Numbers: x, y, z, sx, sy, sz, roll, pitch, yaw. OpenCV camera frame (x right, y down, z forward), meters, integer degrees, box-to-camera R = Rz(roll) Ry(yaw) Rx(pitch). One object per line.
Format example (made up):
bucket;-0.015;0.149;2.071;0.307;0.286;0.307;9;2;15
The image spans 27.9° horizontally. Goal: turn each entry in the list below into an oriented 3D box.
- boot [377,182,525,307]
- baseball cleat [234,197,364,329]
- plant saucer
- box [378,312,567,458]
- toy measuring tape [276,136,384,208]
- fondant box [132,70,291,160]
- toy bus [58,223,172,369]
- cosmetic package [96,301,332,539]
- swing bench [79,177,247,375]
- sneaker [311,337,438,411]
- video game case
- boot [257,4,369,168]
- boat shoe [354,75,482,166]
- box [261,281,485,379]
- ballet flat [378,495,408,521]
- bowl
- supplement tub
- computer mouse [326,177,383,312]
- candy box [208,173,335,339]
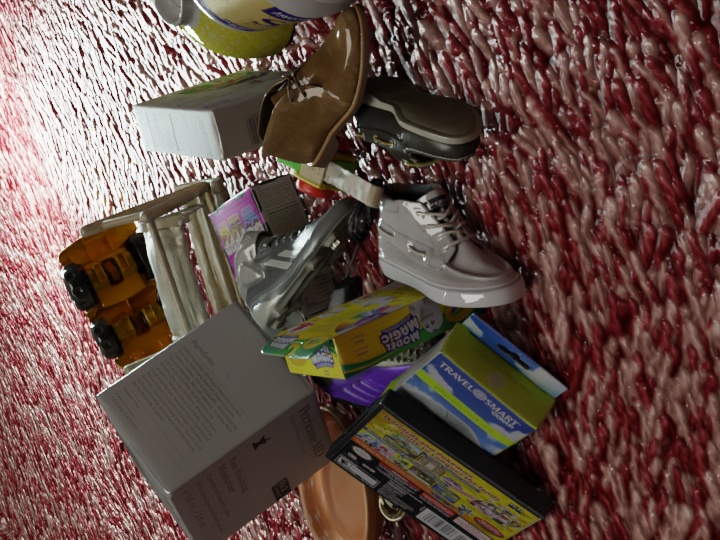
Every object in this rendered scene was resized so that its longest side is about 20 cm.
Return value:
boot;0.078;-0.030;1.383;0.200;0.073;0.096;18;124;52
baseball cleat;-0.079;-0.025;1.586;0.106;0.070;0.200;47;122;15
plant saucer;-0.022;0.262;1.751;0.200;0.037;0.201;30;124;60
box;0.104;0.127;1.423;0.122;0.048;0.200;38;149;-2
toy measuring tape;-0.017;-0.099;1.499;0.200;0.073;0.074;30;133;51
fondant box;-0.141;-0.173;1.588;0.200;0.144;0.058;15;122;56
toy bus;-0.348;0.053;2.128;0.200;0.136;0.192;60;164;10
cosmetic package;-0.161;0.180;1.663;0.165;0.200;0.165;47;164;32
swing bench;-0.215;0.002;1.805;0.130;0.200;0.199;-9;103;37
sneaker;0.029;0.112;1.577;0.200;0.070;0.100;-10;124;49
video game case;0.076;0.214;1.496;0.200;0.026;0.181;35;149;-3
boot;-0.044;-0.174;1.388;0.200;0.075;0.074;117;151;-46
boat shoe;0.053;-0.132;1.361;0.201;0.072;0.061;37;136;56
box;0.010;0.057;1.423;0.117;0.200;0.048;0;109;60
ballet flat;0.054;0.205;1.588;0.069;0.069;0.200;47;145;34
bowl;-0.166;-0.317;1.574;0.200;0.108;0.200;38;138;44
supplement tub;-0.071;-0.308;1.376;0.200;0.145;0.146;5;113;59
computer mouse;0.000;0.000;1.523;0.034;0.059;0.200;21;110;21
candy box;-0.095;0.001;1.712;0.136;0.061;0.200;-24;87;61
